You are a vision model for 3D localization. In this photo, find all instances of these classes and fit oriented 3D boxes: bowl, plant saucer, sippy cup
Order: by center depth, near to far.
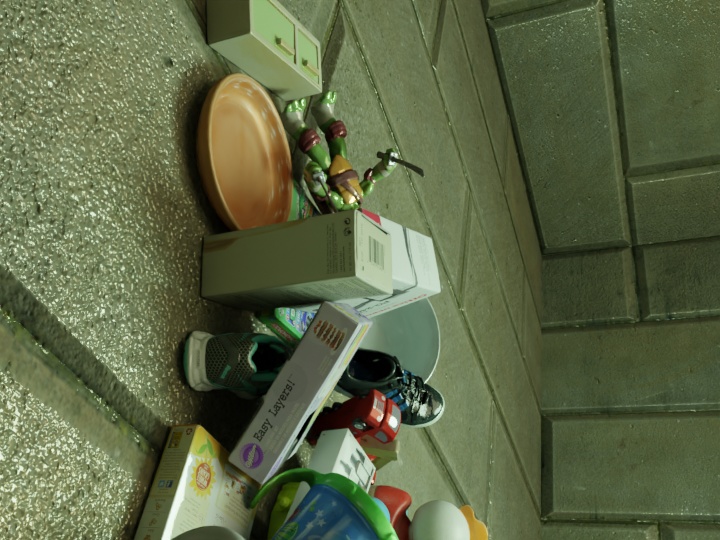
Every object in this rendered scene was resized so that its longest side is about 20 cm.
[{"bbox_3d":[-0.043,0.305,0.738,0.129,0.175,0.143,-30,123,-34],"label":"sippy cup"},{"bbox_3d":[-0.142,-0.132,0.870,0.199,0.036,0.207,-7,90,-69],"label":"plant saucer"},{"bbox_3d":[0.017,0.102,1.090,0.196,0.090,0.207,9,67,-22],"label":"bowl"}]

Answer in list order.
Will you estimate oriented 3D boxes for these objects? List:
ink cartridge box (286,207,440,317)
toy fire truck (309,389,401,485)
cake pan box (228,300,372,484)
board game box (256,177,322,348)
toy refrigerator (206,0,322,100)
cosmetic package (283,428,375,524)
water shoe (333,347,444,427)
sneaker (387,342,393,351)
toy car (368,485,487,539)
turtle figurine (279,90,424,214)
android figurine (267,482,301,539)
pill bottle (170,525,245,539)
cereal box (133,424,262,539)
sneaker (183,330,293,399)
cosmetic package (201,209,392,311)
[{"bbox_3d":[0.000,0.000,0.939,0.198,0.142,0.086,16,58,-57],"label":"ink cartridge box"},{"bbox_3d":[0.007,0.240,1.003,0.140,0.199,0.050,34,50,-22],"label":"toy fire truck"},{"bbox_3d":[-0.062,0.131,0.805,0.203,0.052,0.184,-58,171,-2],"label":"cake pan box"},{"bbox_3d":[-0.087,-0.004,0.988,0.135,0.028,0.205,50,40,-54],"label":"board game box"},{"bbox_3d":[-0.117,-0.297,0.934,0.199,0.068,0.078,20,66,-67],"label":"toy refrigerator"},{"bbox_3d":[-0.044,0.302,0.880,0.083,0.050,0.202,56,37,-27],"label":"cosmetic package"},{"bbox_3d":[0.039,0.159,0.978,0.196,0.079,0.073,22,58,-16],"label":"water shoe"},{"bbox_3d":[0.028,0.112,1.199,0.080,0.075,0.205,72,23,-58],"label":"sneaker"},{"bbox_3d":[0.095,0.419,1.079,0.184,0.194,0.183,44,43,-70],"label":"toy car"},{"bbox_3d":[-0.018,-0.160,0.983,0.197,0.142,0.200,60,-7,7],"label":"turtle figurine"},{"bbox_3d":[-0.066,0.354,0.933,0.201,0.040,0.186,59,32,-50],"label":"android figurine"},{"bbox_3d":[-0.111,0.330,0.618,0.117,0.112,0.204,-68,146,-50],"label":"pill bottle"},{"bbox_3d":[-0.165,0.276,0.697,0.145,0.038,0.204,61,32,-44],"label":"cereal box"},{"bbox_3d":[-0.112,0.107,0.810,0.199,0.089,0.080,14,72,-68],"label":"sneaker"},{"bbox_3d":[-0.070,-0.006,0.797,0.105,0.195,0.073,27,59,-62],"label":"cosmetic package"}]
